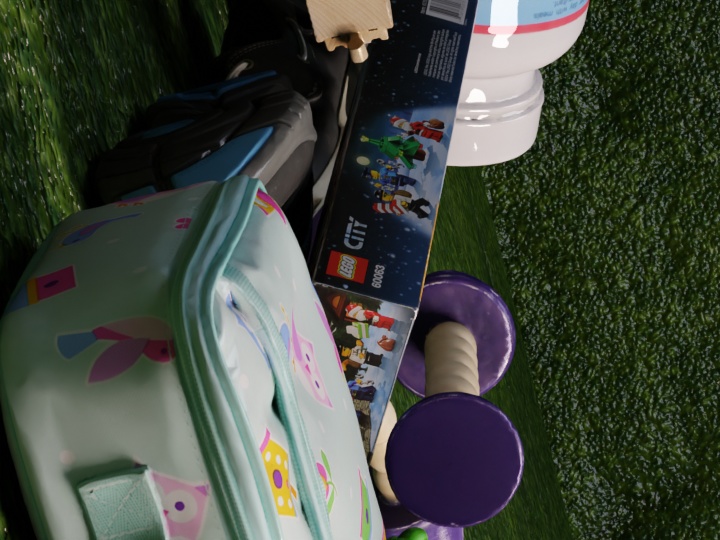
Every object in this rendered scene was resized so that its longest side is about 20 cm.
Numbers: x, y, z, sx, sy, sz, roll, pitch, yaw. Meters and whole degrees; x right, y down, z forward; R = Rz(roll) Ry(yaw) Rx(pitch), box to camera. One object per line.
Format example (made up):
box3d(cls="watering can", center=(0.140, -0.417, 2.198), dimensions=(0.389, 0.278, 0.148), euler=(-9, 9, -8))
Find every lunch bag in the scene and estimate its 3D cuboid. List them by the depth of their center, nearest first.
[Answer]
box3d(cls="lunch bag", center=(-0.035, 0.083, 0.783), dimensions=(0.160, 0.077, 0.201), euler=(-81, 156, -75))

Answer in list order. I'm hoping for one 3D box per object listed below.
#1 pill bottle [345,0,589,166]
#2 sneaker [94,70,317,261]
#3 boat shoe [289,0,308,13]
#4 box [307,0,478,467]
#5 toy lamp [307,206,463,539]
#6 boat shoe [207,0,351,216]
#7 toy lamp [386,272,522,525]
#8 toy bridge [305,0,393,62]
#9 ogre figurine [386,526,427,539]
box3d(cls="pill bottle", center=(0.045, -0.149, 1.151), dimensions=(0.109, 0.108, 0.200), euler=(-93, -171, -63))
box3d(cls="sneaker", center=(-0.042, -0.019, 0.994), dimensions=(0.200, 0.073, 0.082), euler=(-66, 142, -79))
box3d(cls="boat shoe", center=(-0.017, -0.155, 1.251), dimensions=(0.199, 0.074, 0.068), euler=(36, 14, -7))
box3d(cls="box", center=(0.000, 0.000, 1.037), dimensions=(0.200, 0.038, 0.137), euler=(-77, -177, -52))
box3d(cls="toy lamp", center=(0.004, 0.062, 1.293), dimensions=(0.058, 0.058, 0.200), euler=(-96, 170, -55))
box3d(cls="boat shoe", center=(-0.042, -0.061, 1.219), dimensions=(0.068, 0.072, 0.200), euler=(35, 27, -14))
box3d(cls="toy lamp", center=(0.037, 0.043, 1.154), dimensions=(0.200, 0.058, 0.058), euler=(-89, 163, -76))
box3d(cls="toy bridge", center=(-0.009, -0.140, 0.956), dimensions=(0.067, 0.027, 0.200), euler=(74, 8, -47))
box3d(cls="ogre figurine", center=(0.022, 0.167, 1.063), dimensions=(0.120, 0.098, 0.200), euler=(57, -9, 0))
